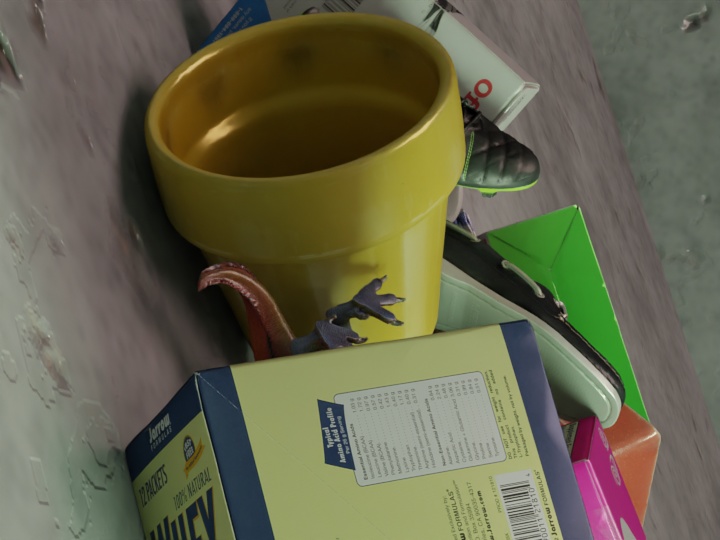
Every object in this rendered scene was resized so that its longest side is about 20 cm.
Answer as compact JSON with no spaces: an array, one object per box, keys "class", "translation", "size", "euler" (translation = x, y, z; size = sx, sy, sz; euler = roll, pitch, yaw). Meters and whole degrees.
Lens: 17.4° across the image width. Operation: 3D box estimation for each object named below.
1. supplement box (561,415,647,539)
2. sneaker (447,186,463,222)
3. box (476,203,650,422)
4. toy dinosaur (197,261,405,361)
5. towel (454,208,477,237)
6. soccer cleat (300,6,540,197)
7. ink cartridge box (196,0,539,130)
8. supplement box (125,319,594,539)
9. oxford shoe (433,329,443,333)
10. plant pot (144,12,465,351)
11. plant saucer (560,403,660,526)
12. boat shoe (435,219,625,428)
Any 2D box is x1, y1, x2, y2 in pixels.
[{"class":"supplement box","translation":[0.081,0.185,1.563],"size":[0.103,0.199,0.101],"euler":[-55,124,-72]},{"class":"sneaker","translation":[0.026,-0.117,1.776],"size":[0.200,0.075,0.088],"euler":[63,12,12]},{"class":"box","translation":[0.149,0.064,2.027],"size":[0.176,0.096,0.201],"euler":[-28,-101,69]},{"class":"toy dinosaur","translation":[-0.033,0.079,1.481],"size":[0.200,0.182,0.105],"euler":[31,43,-5]},{"class":"towel","translation":[0.088,0.053,2.004],"size":[0.147,0.024,0.201],"euler":[149,-76,-70]},{"class":"soccer cleat","translation":[0.033,-0.114,1.600],"size":[0.068,0.200,0.081],"euler":[-48,158,-57]},{"class":"ink cartridge box","translation":[0.007,-0.143,1.687],"size":[0.200,0.145,0.084],"euler":[43,12,7]},{"class":"supplement box","translation":[0.004,0.151,1.256],"size":[0.134,0.199,0.201],"euler":[134,-56,-60]},{"class":"oxford shoe","translation":[0.000,0.000,1.692],"size":[0.200,0.075,0.070],"euler":[31,5,-4]},{"class":"plant pot","translation":[-0.024,-0.037,1.522],"size":[0.201,0.200,0.189],"euler":[-89,169,-55]},{"class":"plant saucer","translation":[0.133,0.124,1.795],"size":[0.200,0.037,0.200],"euler":[38,-26,22]},{"class":"boat shoe","translation":[0.107,0.030,1.613],"size":[0.200,0.076,0.060],"euler":[38,51,13]}]
